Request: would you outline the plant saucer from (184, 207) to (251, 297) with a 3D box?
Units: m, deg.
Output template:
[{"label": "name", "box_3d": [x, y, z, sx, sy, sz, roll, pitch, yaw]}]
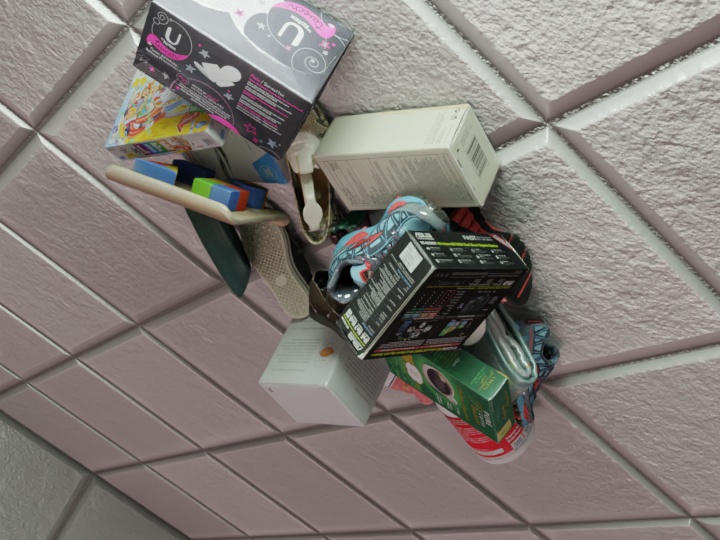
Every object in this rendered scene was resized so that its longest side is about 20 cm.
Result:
[{"label": "plant saucer", "box_3d": [-0.209, -0.058, 1.503, 0.202, 0.036, 0.200, 62, 180, 0]}]

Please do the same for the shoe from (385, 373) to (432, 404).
[{"label": "shoe", "box_3d": [0.095, 0.154, 1.639, 0.090, 0.072, 0.201, 26, 155, 1]}]

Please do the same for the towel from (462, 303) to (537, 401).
[{"label": "towel", "box_3d": [0.158, 0.098, 1.420, 0.202, 0.048, 0.172, 64, 155, 19]}]

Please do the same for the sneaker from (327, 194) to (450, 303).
[{"label": "sneaker", "box_3d": [0.031, -0.014, 1.237, 0.079, 0.096, 0.199, 39, 139, -15]}]

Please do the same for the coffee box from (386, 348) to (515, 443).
[{"label": "coffee box", "box_3d": [0.113, 0.138, 1.365, 0.199, 0.044, 0.124, 31, 156, 33]}]

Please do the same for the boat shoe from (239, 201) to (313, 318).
[{"label": "boat shoe", "box_3d": [-0.123, -0.023, 1.545, 0.074, 0.063, 0.202, -19, 114, 19]}]

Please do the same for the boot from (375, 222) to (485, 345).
[{"label": "boot", "box_3d": [0.096, 0.006, 1.360, 0.072, 0.090, 0.201, -39, 93, 15]}]

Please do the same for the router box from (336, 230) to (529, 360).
[{"label": "router box", "box_3d": [0.087, 0.028, 1.204, 0.150, 0.198, 0.062, -53, 58, 27]}]

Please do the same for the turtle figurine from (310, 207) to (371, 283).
[{"label": "turtle figurine", "box_3d": [0.000, 0.000, 1.450, 0.148, 0.101, 0.202, -2, 126, 30]}]

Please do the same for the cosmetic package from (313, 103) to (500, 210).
[{"label": "cosmetic package", "box_3d": [0.055, -0.132, 1.228, 0.198, 0.074, 0.104, 3, 143, 37]}]

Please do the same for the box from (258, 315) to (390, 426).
[{"label": "box", "box_3d": [-0.035, 0.122, 1.560, 0.151, 0.202, 0.107, -4, 138, 43]}]

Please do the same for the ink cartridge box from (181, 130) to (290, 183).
[{"label": "ink cartridge box", "box_3d": [-0.183, -0.180, 1.356, 0.197, 0.067, 0.116, 6, 145, 33]}]

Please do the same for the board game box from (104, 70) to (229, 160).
[{"label": "board game box", "box_3d": [-0.224, -0.210, 1.274, 0.198, 0.136, 0.034, -2, 152, 41]}]

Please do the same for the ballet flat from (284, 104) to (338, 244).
[{"label": "ballet flat", "box_3d": [-0.062, -0.119, 1.299, 0.067, 0.076, 0.202, -3, 126, 7]}]

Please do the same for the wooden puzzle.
[{"label": "wooden puzzle", "box_3d": [-0.200, -0.105, 1.312, 0.183, 0.047, 0.200, 20, -174, 17]}]

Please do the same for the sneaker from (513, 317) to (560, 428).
[{"label": "sneaker", "box_3d": [0.247, 0.148, 1.473, 0.094, 0.080, 0.202, -20, 135, -6]}]

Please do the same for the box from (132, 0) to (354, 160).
[{"label": "box", "box_3d": [-0.128, -0.248, 1.142, 0.198, 0.133, 0.115, 32, 144, -7]}]

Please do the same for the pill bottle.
[{"label": "pill bottle", "box_3d": [0.183, 0.202, 1.591, 0.111, 0.113, 0.200, -2, 139, 41]}]

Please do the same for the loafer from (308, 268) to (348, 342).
[{"label": "loafer", "box_3d": [-0.014, 0.043, 1.344, 0.199, 0.072, 0.072, 14, 126, 52]}]

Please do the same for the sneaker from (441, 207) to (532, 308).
[{"label": "sneaker", "box_3d": [0.146, -0.031, 1.329, 0.200, 0.074, 0.086, 47, 156, -17]}]
